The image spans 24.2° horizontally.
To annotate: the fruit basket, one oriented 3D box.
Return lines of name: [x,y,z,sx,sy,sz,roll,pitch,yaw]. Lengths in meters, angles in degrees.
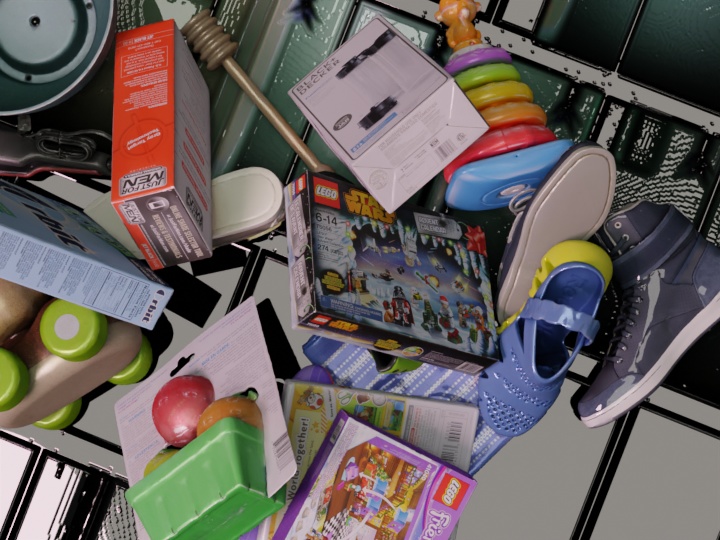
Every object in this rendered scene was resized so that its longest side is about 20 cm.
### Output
fruit basket: [-0.136,0.149,1.484,0.185,0.201,0.094,-38,131,21]

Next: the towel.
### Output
towel: [0.060,0.094,1.548,0.145,0.024,0.200,-44,87,2]

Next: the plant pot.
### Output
plant pot: [-0.308,-0.233,1.524,0.199,0.134,0.202,0,88,4]

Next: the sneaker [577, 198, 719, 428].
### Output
sneaker: [0.234,0.029,1.506,0.146,0.077,0.202,45,82,-7]

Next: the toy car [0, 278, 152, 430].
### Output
toy car: [-0.303,0.026,1.514,0.157,0.164,0.201,-32,74,2]

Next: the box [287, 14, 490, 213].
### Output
box: [0.020,-0.141,1.470,0.117,0.200,0.060,-40,120,3]

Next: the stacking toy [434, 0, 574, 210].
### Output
stacking toy: [0.109,-0.163,1.523,0.115,0.110,0.201,-15,76,-7]

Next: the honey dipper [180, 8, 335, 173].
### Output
honey dipper: [-0.093,-0.155,1.560,0.038,0.038,0.200,-39,90,2]

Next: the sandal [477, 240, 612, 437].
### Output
sandal: [0.156,0.071,1.465,0.079,0.087,0.201,17,123,-5]

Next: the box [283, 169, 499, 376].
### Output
box: [0.028,0.004,1.455,0.199,0.040,0.138,16,55,-33]

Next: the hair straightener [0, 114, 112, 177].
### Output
hair straightener: [-0.293,-0.108,1.535,0.199,0.077,0.041,11,69,12]

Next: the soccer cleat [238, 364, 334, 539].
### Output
soccer cleat: [-0.086,0.176,1.522,0.067,0.076,0.201,30,95,47]

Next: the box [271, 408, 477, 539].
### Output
box: [-0.003,0.242,1.483,0.136,0.039,0.201,28,91,-16]

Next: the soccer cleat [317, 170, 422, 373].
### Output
soccer cleat: [0.000,0.000,1.499,0.067,0.081,0.201,-32,82,26]

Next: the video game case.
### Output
video game case: [0.003,0.207,1.512,0.181,0.023,0.201,9,96,-15]

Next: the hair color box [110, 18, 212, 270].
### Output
hair color box: [-0.174,-0.113,1.480,0.061,0.102,0.201,-13,51,9]

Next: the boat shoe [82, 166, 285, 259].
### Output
boat shoe: [-0.159,-0.048,1.542,0.200,0.060,0.073,-10,79,13]

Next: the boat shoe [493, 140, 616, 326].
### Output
boat shoe: [0.168,-0.037,1.484,0.074,0.062,0.201,6,126,-13]

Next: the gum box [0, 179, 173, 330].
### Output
gum box: [-0.279,-0.029,1.419,0.170,0.200,0.045,36,98,44]
